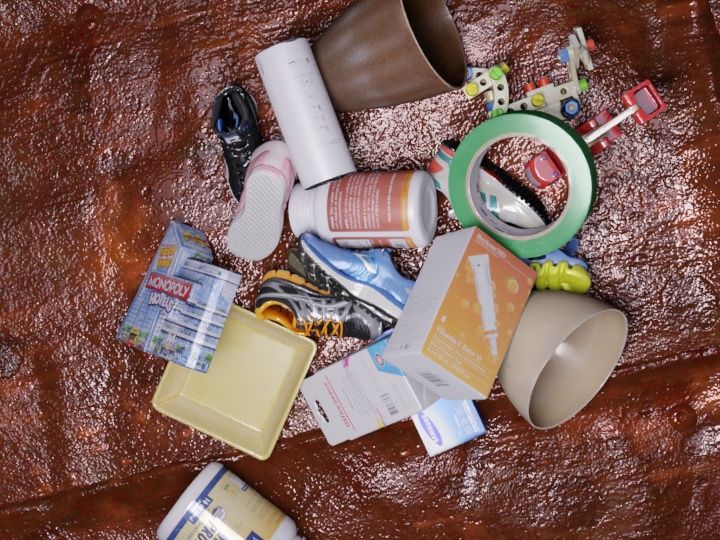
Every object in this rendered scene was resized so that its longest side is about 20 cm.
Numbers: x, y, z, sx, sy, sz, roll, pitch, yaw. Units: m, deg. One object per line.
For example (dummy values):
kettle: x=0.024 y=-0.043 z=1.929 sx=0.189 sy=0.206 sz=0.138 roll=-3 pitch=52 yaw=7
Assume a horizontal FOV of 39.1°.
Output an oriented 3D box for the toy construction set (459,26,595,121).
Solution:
toy construction set: x=0.249 y=-0.267 z=1.463 sx=0.200 sy=0.092 sz=0.131 roll=-20 pitch=90 yaw=18

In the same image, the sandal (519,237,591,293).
sandal: x=0.241 y=-0.020 z=1.489 sx=0.200 sy=0.080 sz=0.087 roll=10 pitch=59 yaw=12

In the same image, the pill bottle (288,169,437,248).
pill bottle: x=0.003 y=-0.089 z=1.475 sx=0.200 sy=0.112 sz=0.112 roll=1 pitch=93 yaw=20

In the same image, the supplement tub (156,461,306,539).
supplement tub: x=-0.186 y=0.398 z=1.515 sx=0.200 sy=0.144 sz=0.144 roll=37 pitch=96 yaw=3

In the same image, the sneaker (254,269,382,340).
sneaker: x=-0.064 y=0.068 z=1.502 sx=0.200 sy=0.077 sz=0.078 roll=17 pitch=136 yaw=13

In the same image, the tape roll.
tape roll: x=0.223 y=-0.120 z=1.402 sx=0.200 sy=0.048 sz=0.201 roll=6 pitch=107 yaw=21

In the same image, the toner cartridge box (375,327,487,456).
toner cartridge box: x=0.106 y=0.167 z=1.520 sx=0.095 sy=0.043 sz=0.200 roll=-25 pitch=90 yaw=9

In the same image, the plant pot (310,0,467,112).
plant pot: x=0.020 y=-0.305 z=1.447 sx=0.200 sy=0.187 sz=0.187 roll=-21 pitch=91 yaw=27

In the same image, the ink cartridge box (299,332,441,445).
ink cartridge box: x=0.013 y=0.172 z=1.493 sx=0.200 sy=0.068 sz=0.115 roll=-29 pitch=89 yaw=40

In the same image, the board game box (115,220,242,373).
board game box: x=-0.264 y=0.032 z=1.501 sx=0.062 sy=0.200 sz=0.200 roll=22 pitch=83 yaw=-38

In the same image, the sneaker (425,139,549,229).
sneaker: x=0.181 y=-0.103 z=1.494 sx=0.200 sy=0.070 sz=0.093 roll=36 pitch=114 yaw=1

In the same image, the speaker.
speaker: x=-0.075 y=-0.214 z=1.404 sx=0.081 sy=0.081 sz=0.200 roll=-21 pitch=92 yaw=7

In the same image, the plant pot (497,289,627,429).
plant pot: x=0.261 y=0.106 z=1.444 sx=0.134 sy=0.200 sz=0.200 roll=39 pitch=98 yaw=37

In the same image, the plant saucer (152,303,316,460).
plant saucer: x=-0.189 y=0.157 z=1.550 sx=0.200 sy=0.048 sz=0.200 roll=24 pitch=95 yaw=4

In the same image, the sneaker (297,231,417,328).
sneaker: x=0.000 y=0.000 z=1.443 sx=0.200 sy=0.079 sz=0.089 roll=32 pitch=70 yaw=4

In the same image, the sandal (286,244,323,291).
sandal: x=-0.013 y=0.005 z=1.513 sx=0.200 sy=0.055 sz=0.082 roll=14 pitch=135 yaw=7

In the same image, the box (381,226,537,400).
box: x=0.137 y=0.060 z=1.387 sx=0.124 sy=0.097 sz=0.200 roll=34 pitch=67 yaw=-22

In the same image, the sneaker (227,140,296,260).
sneaker: x=-0.137 y=-0.105 z=1.471 sx=0.075 sy=0.105 sz=0.200 roll=18 pitch=139 yaw=-5

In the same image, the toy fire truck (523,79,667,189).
toy fire truck: x=0.323 y=-0.185 z=1.428 sx=0.200 sy=0.141 sz=0.049 roll=-34 pitch=89 yaw=7

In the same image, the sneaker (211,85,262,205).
sneaker: x=-0.180 y=-0.172 z=1.499 sx=0.073 sy=0.112 sz=0.200 roll=-12 pitch=91 yaw=8
